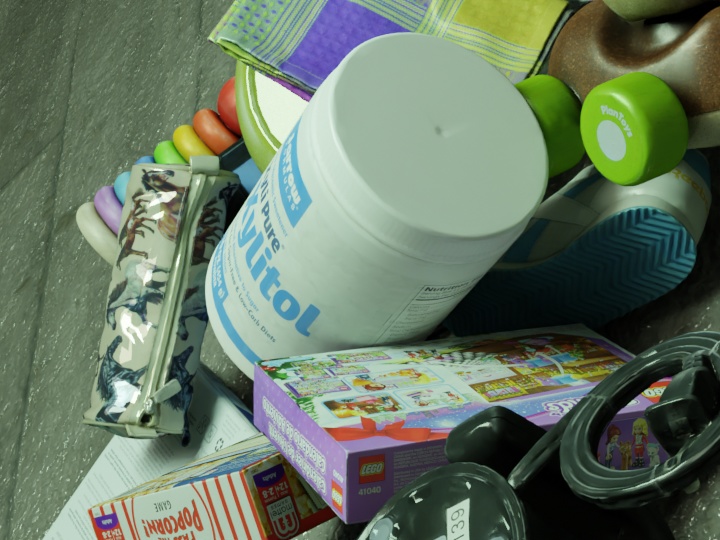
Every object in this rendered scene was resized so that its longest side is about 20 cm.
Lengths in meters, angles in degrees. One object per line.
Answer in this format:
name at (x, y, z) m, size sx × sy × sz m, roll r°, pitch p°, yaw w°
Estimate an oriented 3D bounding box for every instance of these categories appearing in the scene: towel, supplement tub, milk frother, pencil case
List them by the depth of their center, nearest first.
milk frother at (0.121, 0.140, 0.723) m, size 0.199 × 0.188 × 0.182 m, roll -18°, pitch 47°, yaw 47°
supplement tub at (0.003, -0.022, 0.953) m, size 0.200 × 0.131 × 0.133 m, roll 127°, pitch 159°, yaw -52°
towel at (0.022, -0.152, 1.076) m, size 0.144 × 0.199 × 0.023 m, roll -56°, pitch -14°, yaw -20°
pencil case at (-0.137, 0.018, 1.198) m, size 0.089 × 0.077 × 0.202 m, roll 8°, pitch 87°, yaw 60°

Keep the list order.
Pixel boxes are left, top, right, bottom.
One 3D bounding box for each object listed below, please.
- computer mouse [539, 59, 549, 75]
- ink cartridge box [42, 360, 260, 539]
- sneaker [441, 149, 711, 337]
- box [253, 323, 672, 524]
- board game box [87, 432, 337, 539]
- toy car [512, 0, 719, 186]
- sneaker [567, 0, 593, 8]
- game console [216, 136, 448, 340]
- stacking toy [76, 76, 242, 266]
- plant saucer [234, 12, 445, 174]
computer mouse at (0.084, -0.136, 1.164) m, size 0.199 × 0.109 × 0.044 m, roll 10°, pitch 93°, yaw 50°
ink cartridge box at (-0.144, 0.175, 1.225) m, size 0.201 × 0.043 × 0.196 m, roll -56°, pitch 30°, yaw 2°
sneaker at (0.121, -0.009, 1.003) m, size 0.199 × 0.077 × 0.081 m, roll -23°, pitch 26°, yaw 42°
box at (0.059, 0.073, 0.885) m, size 0.137 × 0.198 × 0.039 m, roll -145°, pitch 53°, yaw -64°
board game box at (-0.034, 0.113, 0.996) m, size 0.199 × 0.047 × 0.151 m, roll -20°, pitch 1°, yaw -43°
toy car at (0.151, -0.167, 0.921) m, size 0.163 × 0.202 × 0.157 m, roll -24°, pitch 16°, yaw -29°
sneaker at (0.174, -0.196, 1.096) m, size 0.200 × 0.078 × 0.141 m, roll -36°, pitch 34°, yaw 32°
game console at (-0.027, -0.021, 1.183) m, size 0.199 × 0.171 × 0.118 m, roll -32°, pitch 10°, yaw 35°
stacking toy at (-0.147, -0.089, 1.461) m, size 0.200 × 0.085 × 0.085 m, roll -46°, pitch 30°, yaw 9°
plant saucer at (-0.005, -0.134, 1.138) m, size 0.199 × 0.031 × 0.202 m, roll -4°, pitch 82°, yaw 28°
